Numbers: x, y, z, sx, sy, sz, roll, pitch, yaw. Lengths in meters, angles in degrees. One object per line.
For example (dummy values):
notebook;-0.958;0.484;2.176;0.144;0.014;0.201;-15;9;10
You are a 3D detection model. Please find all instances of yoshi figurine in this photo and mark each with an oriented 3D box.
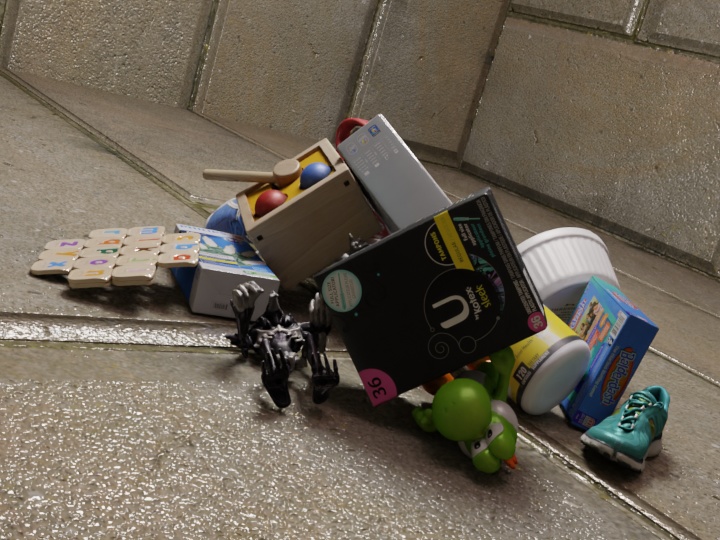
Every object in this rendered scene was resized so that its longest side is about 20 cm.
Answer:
yoshi figurine;0.110;0.130;0.954;0.110;0.114;0.200;8;16;-5

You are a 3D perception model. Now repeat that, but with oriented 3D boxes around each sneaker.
sneaker;0.313;0.177;1.067;0.077;0.081;0.199;26;16;25
sneaker;-0.154;-0.082;1.402;0.197;0.077;0.077;-17;12;13

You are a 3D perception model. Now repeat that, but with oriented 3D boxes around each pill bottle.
pill bottle;0.183;0.076;1.152;0.111;0.113;0.200;3;34;-48

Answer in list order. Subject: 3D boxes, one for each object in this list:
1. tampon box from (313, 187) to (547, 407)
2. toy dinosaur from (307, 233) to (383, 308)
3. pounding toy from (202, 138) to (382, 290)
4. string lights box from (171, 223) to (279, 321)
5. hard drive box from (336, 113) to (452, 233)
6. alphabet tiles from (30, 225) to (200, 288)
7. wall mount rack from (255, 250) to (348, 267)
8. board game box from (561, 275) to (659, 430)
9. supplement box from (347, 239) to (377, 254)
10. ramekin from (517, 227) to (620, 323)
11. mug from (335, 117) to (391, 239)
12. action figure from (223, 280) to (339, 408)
tampon box;0.077;0.024;0.969;0.198;0.152;0.126;-26;2;12
toy dinosaur;0.000;0.000;1.189;0.047;0.089;0.199;29;18;18
pounding toy;-0.100;-0.097;1.267;0.143;0.183;0.200;58;1;-26
string lights box;-0.183;0.001;1.195;0.101;0.060;0.200;10;14;-24
hard drive box;0.068;-0.083;1.219;0.201;0.076;0.156;54;0;28
alphabet tiles;-0.293;-0.018;1.119;0.192;0.015;0.200;-4;19;-7
wall mount rack;-0.081;-0.004;1.341;0.171;0.076;0.200;15;12;-24
board game box;0.306;0.104;1.194;0.044;0.154;0.200;24;13;-5
supplement box;0.078;0.001;1.510;0.197;0.075;0.126;19;13;9
ramekin;0.292;0.044;1.358;0.200;0.204;0.095;10;38;-28
mug;0.002;-0.130;1.425;0.133;0.180;0.199;-33;31;-30
action figure;-0.079;0.064;0.978;0.117;0.104;0.200;0;19;-17
